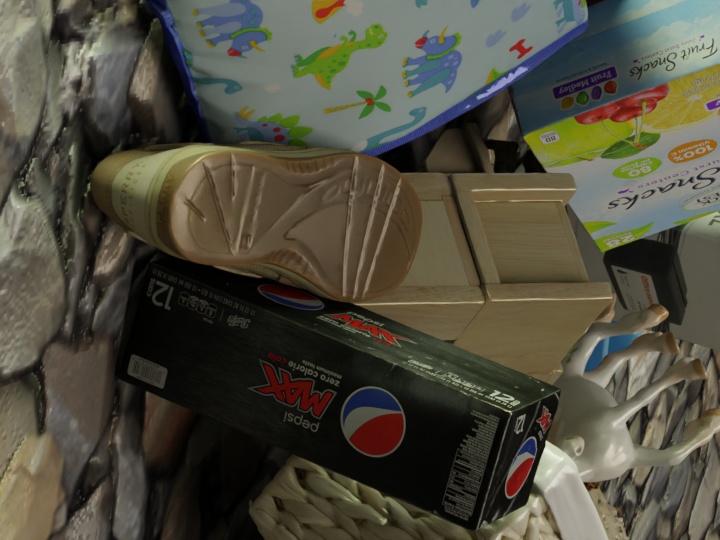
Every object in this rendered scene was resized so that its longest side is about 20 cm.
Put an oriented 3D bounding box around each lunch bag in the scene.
[{"bbox_3d":[-0.004,-0.144,1.417,0.200,0.127,0.170,-36,146,-12],"label":"lunch bag"}]

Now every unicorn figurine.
[{"bbox_3d":[0.137,0.084,1.750,0.200,0.137,0.074,-122,-173,-74],"label":"unicorn figurine"}]

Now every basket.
[{"bbox_3d":[0.045,0.154,1.536,0.123,0.135,0.200,-46,145,-14],"label":"basket"}]

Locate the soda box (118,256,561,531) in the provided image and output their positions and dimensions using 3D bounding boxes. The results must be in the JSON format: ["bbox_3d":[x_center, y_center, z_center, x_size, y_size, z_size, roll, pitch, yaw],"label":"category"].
[{"bbox_3d":[-0.011,0.054,1.424,0.071,0.199,0.064,-16,126,-64],"label":"soda box"}]

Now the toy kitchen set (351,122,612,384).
[{"bbox_3d":[0.000,0.000,1.616,0.200,0.180,0.164,-55,-136,49],"label":"toy kitchen set"}]

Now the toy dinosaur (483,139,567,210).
[{"bbox_3d":[0.097,-0.018,1.761,0.200,0.077,0.103,101,-17,-73],"label":"toy dinosaur"}]

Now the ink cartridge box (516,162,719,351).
[{"bbox_3d":[0.207,-0.028,1.900,0.145,0.199,0.084,-44,144,-51],"label":"ink cartridge box"}]

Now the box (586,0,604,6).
[{"bbox_3d":[0.134,-0.197,1.704,0.109,0.127,0.200,-69,157,-11],"label":"box"}]

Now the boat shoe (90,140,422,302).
[{"bbox_3d":[-0.044,-0.031,1.417,0.200,0.064,0.072,14,91,-53],"label":"boat shoe"}]

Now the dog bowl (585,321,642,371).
[{"bbox_3d":[0.145,0.032,1.996,0.200,0.049,0.112,-42,142,-54],"label":"dog bowl"}]

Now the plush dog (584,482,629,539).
[{"bbox_3d":[0.130,0.205,1.942,0.201,0.160,0.172,-64,150,-21],"label":"plush dog"}]

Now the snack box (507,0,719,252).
[{"bbox_3d":[0.184,-0.094,1.684,0.200,0.168,0.068,44,28,-65],"label":"snack box"}]
